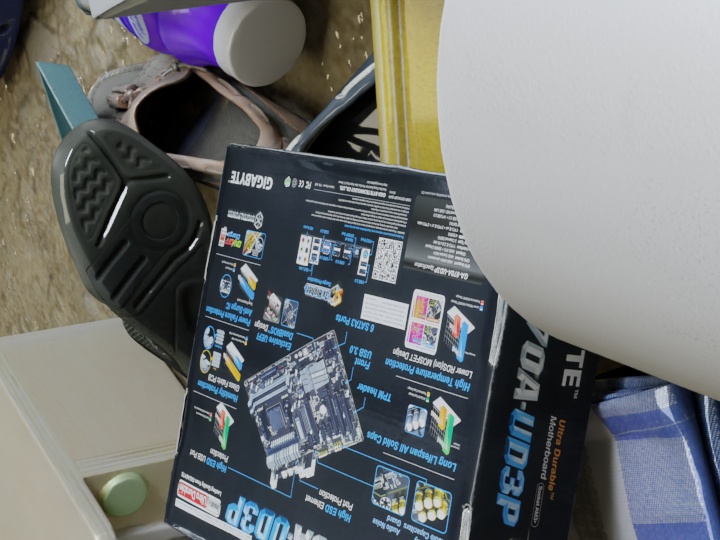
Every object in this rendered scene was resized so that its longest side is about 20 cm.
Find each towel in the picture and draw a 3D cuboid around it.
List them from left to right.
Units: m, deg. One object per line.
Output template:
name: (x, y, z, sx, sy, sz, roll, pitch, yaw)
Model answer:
towel: (0.065, 0.112, 0.605, 0.200, 0.024, 0.148, -12, 93, 54)

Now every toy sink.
toy sink: (-0.146, 0.139, 1.002, 0.200, 0.111, 0.131, 45, 135, 46)

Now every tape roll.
tape roll: (0.139, -0.056, 0.476, 0.139, 0.202, 0.204, 21, 119, 48)

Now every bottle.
bottle: (-0.104, -0.157, 0.880, 0.200, 0.065, 0.084, 39, 157, 39)

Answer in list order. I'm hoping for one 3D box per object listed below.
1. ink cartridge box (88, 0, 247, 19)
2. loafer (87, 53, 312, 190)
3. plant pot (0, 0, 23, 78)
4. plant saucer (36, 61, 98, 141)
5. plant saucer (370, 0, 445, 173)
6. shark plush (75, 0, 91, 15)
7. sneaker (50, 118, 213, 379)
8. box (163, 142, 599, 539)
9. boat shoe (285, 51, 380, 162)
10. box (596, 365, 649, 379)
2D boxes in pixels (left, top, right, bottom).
ink cartridge box: (-0.062, -0.222, 0.738, 0.084, 0.144, 0.201, -11, 93, 54)
loafer: (-0.087, -0.079, 0.878, 0.199, 0.063, 0.072, 24, 86, 43)
plant pot: (-0.311, -0.230, 1.040, 0.180, 0.199, 0.201, -39, 69, 46)
plant saucer: (-0.146, -0.041, 0.959, 0.070, 0.019, 0.200, 58, 166, 24)
plant saucer: (0.078, -0.070, 0.631, 0.199, 0.048, 0.201, 4, 105, 34)
shark plush: (-0.107, -0.227, 0.816, 0.083, 0.090, 0.201, -17, 74, 53)
sneaker: (-0.109, -0.003, 0.888, 0.114, 0.076, 0.200, 26, 160, 53)
box: (0.002, 0.041, 0.614, 0.200, 0.046, 0.160, 13, 94, 56)
boat shoe: (-0.013, -0.026, 0.761, 0.075, 0.062, 0.200, 43, 116, 2)
box: (0.112, 0.160, 0.667, 0.148, 0.107, 0.201, 44, 135, 36)
